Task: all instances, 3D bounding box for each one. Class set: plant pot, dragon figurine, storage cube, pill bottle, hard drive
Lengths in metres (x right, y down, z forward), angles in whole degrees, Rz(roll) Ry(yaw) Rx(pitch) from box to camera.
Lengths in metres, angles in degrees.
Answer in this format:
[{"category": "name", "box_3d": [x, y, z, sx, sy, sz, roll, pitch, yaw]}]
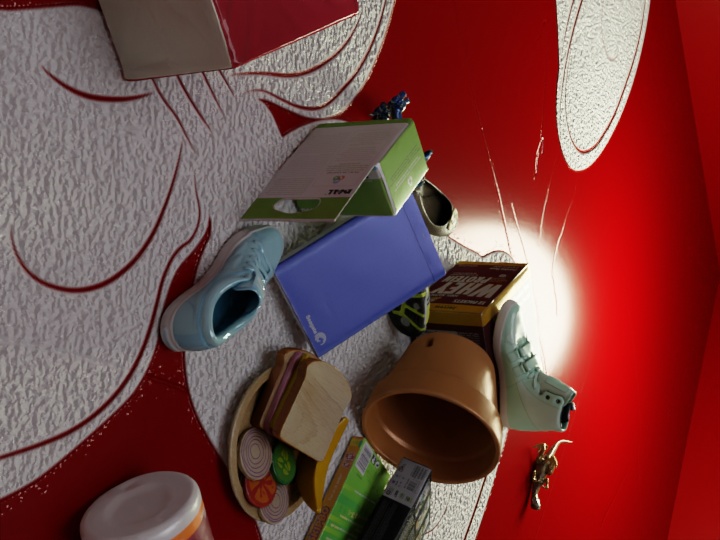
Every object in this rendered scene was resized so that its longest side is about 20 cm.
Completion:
[{"category": "plant pot", "box_3d": [0.114, 0.186, 1.151, 0.202, 0.197, 0.141, 64, 35, -34]}, {"category": "dragon figurine", "box_3d": [0.040, -0.152, 1.122, 0.099, 0.059, 0.203, 31, 63, -21]}, {"category": "storage cube", "box_3d": [-0.136, -0.290, 0.757, 0.179, 0.198, 0.174, -37, 122, -41]}, {"category": "pill bottle", "box_3d": [-0.185, 0.308, 0.771, 0.114, 0.113, 0.204, -33, 118, -50]}, {"category": "hard drive", "box_3d": [0.000, 0.000, 1.006, 0.198, 0.025, 0.133, -32, 114, -12]}]

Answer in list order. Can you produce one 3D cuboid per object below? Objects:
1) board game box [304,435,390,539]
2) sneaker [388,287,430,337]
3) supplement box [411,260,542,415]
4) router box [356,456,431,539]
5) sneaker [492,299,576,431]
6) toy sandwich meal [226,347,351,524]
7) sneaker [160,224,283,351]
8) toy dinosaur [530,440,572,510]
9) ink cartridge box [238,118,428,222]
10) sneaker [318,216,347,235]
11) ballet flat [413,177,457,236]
[{"category": "board game box", "box_3d": [-0.022, 0.337, 1.093, 0.096, 0.030, 0.202, 60, 43, -37]}, {"category": "sneaker", "box_3d": [0.076, -0.002, 1.185, 0.076, 0.074, 0.204, -25, 113, -51]}, {"category": "supplement box", "box_3d": [0.191, 0.116, 1.308, 0.197, 0.131, 0.204, -36, 121, -49]}, {"category": "router box", "box_3d": [0.038, 0.387, 1.125, 0.201, 0.050, 0.151, -53, 151, -39]}, {"category": "sneaker", "box_3d": [0.264, 0.142, 1.197, 0.073, 0.117, 0.204, -23, 110, -51]}, {"category": "toy sandwich meal", "box_3d": [-0.078, 0.200, 0.965, 0.204, 0.069, 0.210, -3, 94, -56]}, {"category": "sneaker", "box_3d": [-0.125, 0.021, 0.877, 0.201, 0.081, 0.075, -55, 134, -40]}, {"category": "toy dinosaur", "box_3d": [0.390, 0.403, 1.702, 0.201, 0.060, 0.107, -53, 153, -31]}, {"category": "ink cartridge box", "box_3d": [-0.029, -0.094, 0.960, 0.201, 0.146, 0.077, -56, 135, -37]}, {"category": "sneaker", "box_3d": [-0.009, -0.031, 1.044, 0.075, 0.087, 0.204, 35, 63, -52]}, {"category": "ballet flat", "box_3d": [0.108, -0.107, 1.253, 0.200, 0.046, 0.069, 38, 62, -50]}]
